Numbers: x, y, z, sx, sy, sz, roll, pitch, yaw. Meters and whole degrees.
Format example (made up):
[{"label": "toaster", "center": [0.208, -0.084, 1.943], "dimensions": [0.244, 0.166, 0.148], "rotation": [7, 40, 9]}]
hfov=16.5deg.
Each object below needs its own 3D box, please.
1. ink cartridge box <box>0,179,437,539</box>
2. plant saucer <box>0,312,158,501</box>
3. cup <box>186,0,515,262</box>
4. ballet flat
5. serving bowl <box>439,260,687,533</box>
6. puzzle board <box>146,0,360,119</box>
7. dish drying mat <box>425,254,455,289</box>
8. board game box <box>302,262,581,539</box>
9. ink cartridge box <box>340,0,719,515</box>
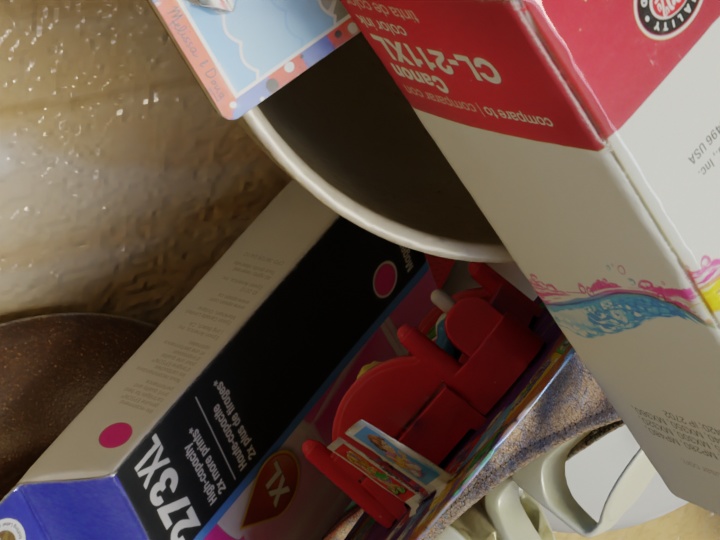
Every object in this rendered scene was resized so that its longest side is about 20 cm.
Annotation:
[{"label": "ink cartridge box", "center": [-0.043, 0.058, 0.809], "dimensions": [0.200, 0.037, 0.095], "rotation": [-48, 134, -30]}, {"label": "plant saucer", "center": [-0.108, 0.112, 0.838], "dimensions": [0.199, 0.037, 0.201], "rotation": [-16, 122, -27]}, {"label": "cup", "center": [0.020, -0.114, 0.724], "dimensions": [0.199, 0.143, 0.202], "rotation": [-5, 104, -22]}, {"label": "ballet flat", "center": [0.055, 0.073, 0.880], "dimensions": [0.068, 0.067, 0.200], "rotation": [-20, 162, -46]}, {"label": "serving bowl", "center": [0.118, 0.022, 0.968], "dimensions": [0.199, 0.066, 0.201], "rotation": [-22, 129, -30]}, {"label": "puzzle board", "center": [-0.022, -0.159, 0.607], "dimensions": [0.150, 0.017, 0.201], "rotation": [-37, 113, -13]}, {"label": "dish drying mat", "center": [0.000, 0.000, 0.887], "dimensions": [0.077, 0.018, 0.201], "rotation": [14, 106, -42]}, {"label": "board game box", "center": [0.023, 0.031, 0.763], "dimensions": [0.158, 0.039, 0.200], "rotation": [-51, -178, -24]}, {"label": "ink cartridge box", "center": [0.104, -0.046, 0.637], "dimensions": [0.146, 0.083, 0.200], "rotation": [-48, 124, -19]}]
